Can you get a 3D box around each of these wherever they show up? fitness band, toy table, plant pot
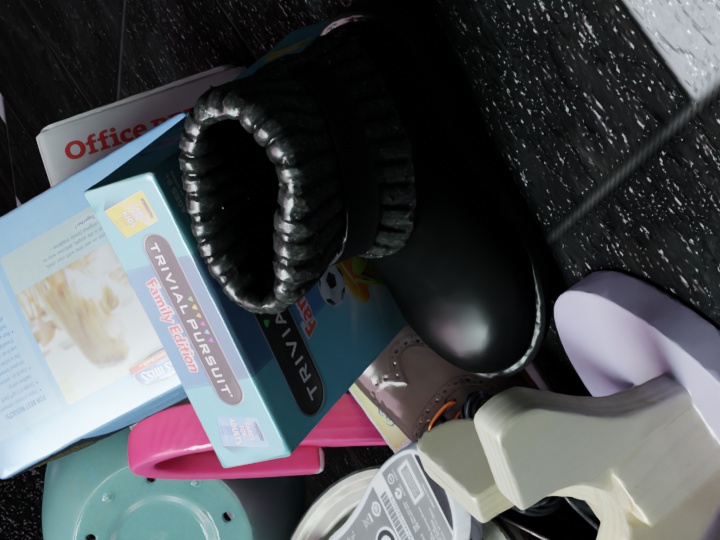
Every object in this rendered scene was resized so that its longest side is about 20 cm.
[{"bbox_3d":[-0.051,0.106,1.155,0.143,0.198,0.038,152,114,-62],"label":"fitness band"},{"bbox_3d":[0.120,0.097,0.816,0.200,0.117,0.185,32,152,57],"label":"toy table"},{"bbox_3d":[-0.136,0.179,1.295,0.202,0.200,0.161,58,-179,-8],"label":"plant pot"}]

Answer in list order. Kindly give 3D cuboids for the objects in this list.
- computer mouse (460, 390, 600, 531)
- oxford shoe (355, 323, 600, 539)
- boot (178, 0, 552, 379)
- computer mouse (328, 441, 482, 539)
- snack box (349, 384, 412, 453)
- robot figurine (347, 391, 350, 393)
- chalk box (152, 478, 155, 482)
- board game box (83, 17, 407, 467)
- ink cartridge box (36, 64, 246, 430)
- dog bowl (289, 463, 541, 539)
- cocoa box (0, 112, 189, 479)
[{"bbox_3d":[0.130,0.127,0.904,0.200,0.059,0.034,39,140,-4],"label":"computer mouse"},{"bbox_3d":[0.064,0.082,0.968,0.199,0.072,0.072,33,-166,14],"label":"oxford shoe"},{"bbox_3d":[0.004,-0.013,0.854,0.079,0.158,0.212,-20,106,34],"label":"boot"},{"bbox_3d":[0.016,0.163,0.968,0.200,0.044,0.110,-52,53,41],"label":"computer mouse"},{"bbox_3d":[0.000,0.000,1.080,0.201,0.037,0.116,54,142,13],"label":"snack box"},{"bbox_3d":[-0.071,0.030,1.305,0.200,0.113,0.169,50,-161,26],"label":"robot figurine"},{"bbox_3d":[-0.124,0.113,1.442,0.124,0.199,0.125,53,-178,8],"label":"chalk box"},{"bbox_3d":[-0.034,-0.021,0.914,0.047,0.200,0.152,-13,111,35],"label":"board game box"},{"bbox_3d":[-0.111,-0.012,1.190,0.086,0.145,0.202,103,148,-80],"label":"ink cartridge box"},{"bbox_3d":[0.046,0.208,1.027,0.199,0.073,0.202,1,91,41],"label":"dog bowl"},{"bbox_3d":[-0.126,0.010,1.026,0.134,0.199,0.131,63,-162,3],"label":"cocoa box"}]
